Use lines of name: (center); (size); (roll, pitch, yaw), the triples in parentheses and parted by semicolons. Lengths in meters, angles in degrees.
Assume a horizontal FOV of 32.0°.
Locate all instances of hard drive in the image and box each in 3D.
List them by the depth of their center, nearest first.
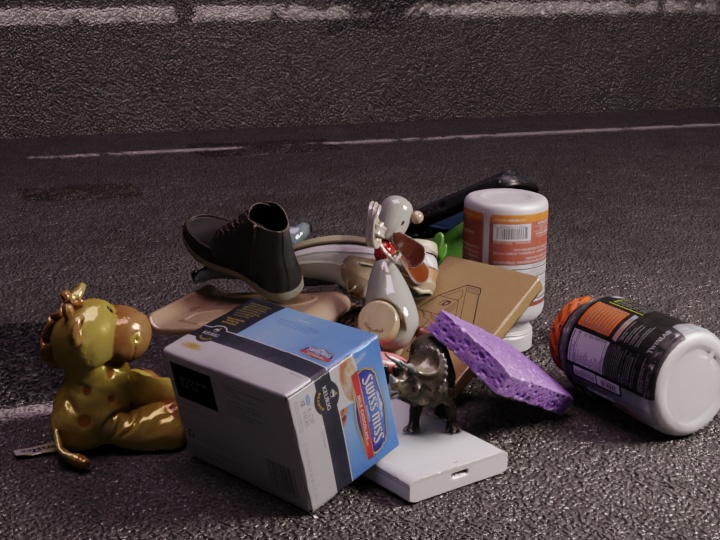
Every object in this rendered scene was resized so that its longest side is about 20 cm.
hard drive: (0.040, 0.183, 1.320); (0.130, 0.027, 0.199); (-11, 19, -35)

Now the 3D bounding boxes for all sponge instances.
sponge: (0.157, 0.104, 1.378); (0.111, 0.030, 0.199); (42, 8, 30)

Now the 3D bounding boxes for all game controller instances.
game controller: (0.155, -0.088, 1.785); (0.198, 0.043, 0.104); (-22, -23, 30)

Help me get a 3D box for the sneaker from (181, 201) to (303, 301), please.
sneaker: (-0.147, -0.051, 1.542); (0.198, 0.107, 0.075); (26, 45, 33)

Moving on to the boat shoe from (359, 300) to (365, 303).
boat shoe: (0.029, 0.035, 1.782); (0.065, 0.073, 0.200); (-11, 17, 15)

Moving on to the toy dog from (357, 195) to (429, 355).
toy dog: (0.055, 0.014, 1.499); (0.095, 0.203, 0.132); (6, 4, 8)

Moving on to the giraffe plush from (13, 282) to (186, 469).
giraffe plush: (-0.279, 0.101, 1.346); (0.198, 0.165, 0.171); (-12, 19, -39)

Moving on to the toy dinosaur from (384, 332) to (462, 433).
toy dinosaur: (0.075, 0.110, 1.338); (0.076, 0.104, 0.200); (4, 16, 10)

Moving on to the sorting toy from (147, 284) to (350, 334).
sorting toy: (-0.130, 0.057, 1.512); (0.197, 0.037, 0.185); (4, 13, 19)

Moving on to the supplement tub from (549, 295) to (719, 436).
supplement tub: (0.313, 0.101, 1.436); (0.121, 0.125, 0.199); (-8, 17, -28)

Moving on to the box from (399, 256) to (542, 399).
box: (0.108, 0.069, 1.541); (0.162, 0.021, 0.200); (15, 57, 47)

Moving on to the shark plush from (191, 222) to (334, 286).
shark plush: (-0.118, -0.010, 1.612); (0.198, 0.092, 0.083); (7, 28, -35)

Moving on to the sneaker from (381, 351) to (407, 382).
sneaker: (-0.037, 0.102, 1.465); (0.197, 0.074, 0.088); (0, 44, 2)

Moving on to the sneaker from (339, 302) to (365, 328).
sneaker: (0.048, 0.068, 1.648); (0.070, 0.077, 0.199); (-4, 17, 39)

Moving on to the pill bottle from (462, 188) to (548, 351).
pill bottle: (0.188, 0.001, 1.652); (0.110, 0.203, 0.112); (1, 15, 0)

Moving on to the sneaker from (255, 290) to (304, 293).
sneaker: (-0.108, 0.053, 1.696); (0.077, 0.079, 0.200); (3, 14, 16)

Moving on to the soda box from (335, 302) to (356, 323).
soda box: (-0.090, 0.088, 1.592); (0.067, 0.065, 0.199); (12, 19, 37)

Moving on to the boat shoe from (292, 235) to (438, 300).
boat shoe: (0.000, 0.000, 1.575); (0.196, 0.069, 0.075); (-1, -19, 0)

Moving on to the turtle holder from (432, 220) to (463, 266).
turtle holder: (0.171, 0.008, 1.801); (0.141, 0.186, 0.131); (44, 17, 19)

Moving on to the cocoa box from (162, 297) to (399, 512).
cocoa box: (-0.080, 0.128, 1.266); (0.198, 0.135, 0.131); (14, 34, 44)
